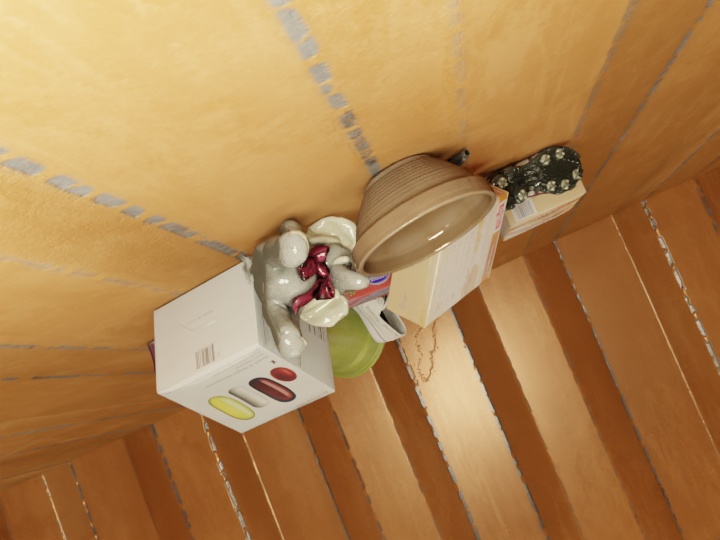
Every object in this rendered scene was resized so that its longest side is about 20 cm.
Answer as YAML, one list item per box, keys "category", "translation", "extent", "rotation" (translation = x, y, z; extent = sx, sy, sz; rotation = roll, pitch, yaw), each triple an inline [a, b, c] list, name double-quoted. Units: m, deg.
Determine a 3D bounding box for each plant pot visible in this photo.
- category: "plant pot"
  translation: [-0.079, 0.110, 1.873]
  extent: [0.198, 0.204, 0.183]
  rotation: [-27, 161, 30]
- category: "plant pot"
  translation: [0.066, -0.082, 1.224]
  extent: [0.198, 0.094, 0.201]
  rotation: [-27, 166, -7]

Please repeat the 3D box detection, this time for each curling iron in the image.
- category: "curling iron"
  translation: [0.089, -0.116, 1.360]
  extent: [0.049, 0.026, 0.199]
  rotation: [-21, 172, -44]

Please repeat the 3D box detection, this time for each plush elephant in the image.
- category: "plush elephant"
  translation: [-0.061, 0.008, 1.279]
  extent: [0.152, 0.168, 0.200]
  rotation: [-5, -165, -23]

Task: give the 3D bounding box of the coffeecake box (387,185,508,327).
- category: "coffeecake box"
  translation: [0.132, -0.031, 1.441]
  extent: [0.199, 0.072, 0.156]
  rotation: [-32, 139, -47]

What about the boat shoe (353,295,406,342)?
- category: "boat shoe"
  translation: [0.024, 0.058, 1.802]
  extent: [0.065, 0.202, 0.073]
  rotation: [-12, -146, 29]

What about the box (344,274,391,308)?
- category: "box"
  translation: [0.000, 0.000, 1.600]
  extent: [0.197, 0.104, 0.094]
  rotation: [-18, 171, -31]

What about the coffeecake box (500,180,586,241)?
- category: "coffeecake box"
  translation: [0.333, -0.132, 1.829]
  extent: [0.151, 0.074, 0.200]
  rotation: [-25, 173, 2]

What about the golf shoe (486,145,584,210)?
- category: "golf shoe"
  translation: [0.275, -0.155, 1.571]
  extent: [0.197, 0.079, 0.088]
  rotation: [-18, -169, -24]

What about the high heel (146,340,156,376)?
- category: "high heel"
  translation: [-0.291, 0.151, 1.765]
  extent: [0.197, 0.098, 0.067]
  rotation: [-19, 172, -29]

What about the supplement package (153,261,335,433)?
- category: "supplement package"
  translation: [-0.173, 0.120, 1.441]
  extent: [0.189, 0.149, 0.199]
  rotation: [-26, 143, 22]
